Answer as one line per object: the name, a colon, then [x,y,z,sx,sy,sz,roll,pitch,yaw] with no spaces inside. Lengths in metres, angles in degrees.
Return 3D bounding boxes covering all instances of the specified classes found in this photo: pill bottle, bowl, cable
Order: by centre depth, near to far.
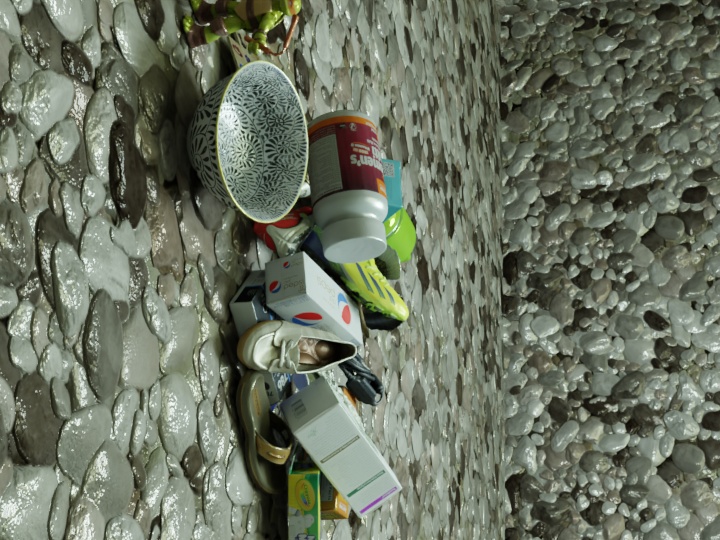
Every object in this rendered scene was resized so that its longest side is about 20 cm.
bowl: [-0.156,-0.161,1.258,0.200,0.094,0.202,-7,98,-60]
pill bottle: [-0.019,-0.120,1.430,0.110,0.109,0.201,46,33,-64]
cable: [-0.027,0.122,1.612,0.200,0.051,0.164,52,10,-42]

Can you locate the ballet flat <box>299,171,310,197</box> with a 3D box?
ballet flat: [-0.115,-0.146,1.482,0.200,0.068,0.063,45,51,-51]

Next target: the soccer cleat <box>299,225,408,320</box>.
soccer cleat: [0.000,0.000,1.507,0.084,0.200,0.065,-52,175,-13]

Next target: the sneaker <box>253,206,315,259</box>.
sneaker: [-0.112,-0.073,1.450,0.077,0.085,0.200,-54,-177,7]

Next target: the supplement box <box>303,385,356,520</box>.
supplement box: [-0.050,0.286,1.564,0.067,0.068,0.201,51,40,-58]

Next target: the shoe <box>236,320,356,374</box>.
shoe: [-0.083,0.105,1.356,0.199,0.053,0.070,6,90,-50]

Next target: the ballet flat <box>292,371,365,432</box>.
ballet flat: [-0.061,0.195,1.497,0.201,0.072,0.072,61,18,2]

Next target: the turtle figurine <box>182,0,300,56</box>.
turtle figurine: [-0.139,-0.337,1.274,0.064,0.160,0.201,56,33,-58]

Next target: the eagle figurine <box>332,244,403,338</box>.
eagle figurine: [0.001,0.025,1.640,0.200,0.150,0.153,3,98,-77]

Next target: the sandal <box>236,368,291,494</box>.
sandal: [-0.123,0.224,1.356,0.080,0.054,0.201,-63,149,-59]

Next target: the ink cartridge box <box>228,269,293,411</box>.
ink cartridge box: [-0.129,0.109,1.401,0.100,0.039,0.201,-65,147,-59]

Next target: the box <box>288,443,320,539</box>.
box: [-0.079,0.353,1.417,0.117,0.048,0.202,136,-48,-88]

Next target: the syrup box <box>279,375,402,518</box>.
syrup box: [-0.027,0.256,1.433,0.200,0.081,0.079,58,-3,-31]

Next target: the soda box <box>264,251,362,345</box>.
soda box: [-0.064,0.050,1.427,0.200,0.063,0.069,48,31,-56]

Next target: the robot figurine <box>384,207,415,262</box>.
robot figurine: [0.034,-0.081,1.845,0.200,0.115,0.177,55,29,-59]

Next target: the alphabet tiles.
alphabet tiles: [-0.132,-0.242,1.415,0.166,0.006,0.201,32,36,-63]

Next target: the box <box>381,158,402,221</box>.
box: [0.005,-0.110,1.666,0.200,0.049,0.083,142,-50,-59]
